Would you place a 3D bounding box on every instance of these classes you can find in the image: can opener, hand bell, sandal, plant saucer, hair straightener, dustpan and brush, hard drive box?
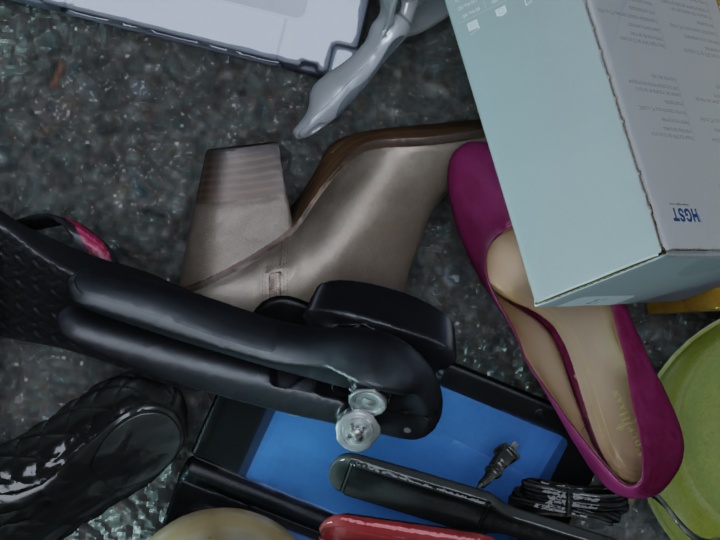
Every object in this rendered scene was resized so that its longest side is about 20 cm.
[{"bbox_3d":[-0.052,0.042,1.112,0.199,0.079,0.064,9,126,-5],"label":"can opener"},{"bbox_3d":[-0.054,0.168,1.029,0.104,0.200,0.105,0,88,-9],"label":"hand bell"},{"bbox_3d":[-0.155,0.006,1.189,0.199,0.045,0.075,22,128,9],"label":"sandal"},{"bbox_3d":[0.245,0.092,1.175,0.199,0.031,0.201,7,121,11],"label":"plant saucer"},{"bbox_3d":[0.081,0.114,1.115,0.199,0.041,0.077,7,55,-1],"label":"hair straightener"},{"bbox_3d":[0.030,-0.150,1.168,0.200,0.140,0.057,-39,75,4],"label":"dustpan and brush"},{"bbox_3d":[0.126,-0.089,1.110,0.077,0.156,0.201,-23,77,32],"label":"hard drive box"}]

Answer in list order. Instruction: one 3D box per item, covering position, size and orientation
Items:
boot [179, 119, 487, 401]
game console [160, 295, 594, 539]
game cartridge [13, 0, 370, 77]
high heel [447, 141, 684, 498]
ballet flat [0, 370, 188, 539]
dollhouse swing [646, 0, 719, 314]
[{"bbox_3d":[0.000,0.000,1.198,0.199,0.070,0.147,-6,95,-1],"label":"boot"},{"bbox_3d":[0.004,0.141,1.148,0.199,0.116,0.176,22,56,-7],"label":"game console"},{"bbox_3d":[-0.086,-0.189,1.211,0.199,0.040,0.134,14,91,-2],"label":"game cartridge"},{"bbox_3d":[0.101,0.021,1.122,0.067,0.096,0.200,-37,85,14],"label":"high heel"},{"bbox_3d":[-0.180,0.117,1.199,0.199,0.057,0.067,-26,113,3],"label":"ballet flat"},{"bbox_3d":[0.230,-0.082,1.149,0.181,0.176,0.201,-4,89,-2],"label":"dollhouse swing"}]
